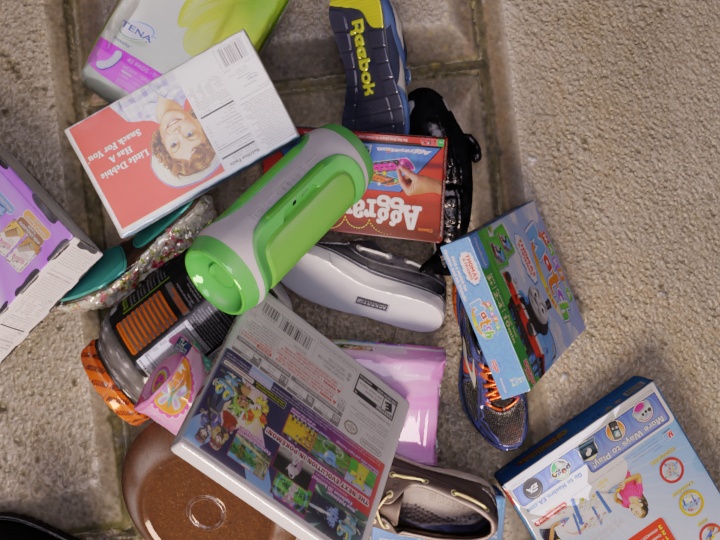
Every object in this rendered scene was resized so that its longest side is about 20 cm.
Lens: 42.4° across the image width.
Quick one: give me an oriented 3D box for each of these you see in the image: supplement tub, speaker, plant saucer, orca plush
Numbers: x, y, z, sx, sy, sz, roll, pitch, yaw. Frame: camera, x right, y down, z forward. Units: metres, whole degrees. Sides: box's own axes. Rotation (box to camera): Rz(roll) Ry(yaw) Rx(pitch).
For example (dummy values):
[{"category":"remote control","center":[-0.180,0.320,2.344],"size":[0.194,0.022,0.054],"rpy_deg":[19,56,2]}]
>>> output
[{"category":"supplement tub","center":[-0.176,0.056,0.939],"size":[0.199,0.123,0.123],"rpy_deg":[-38,92,0]},{"category":"speaker","center":[-0.072,-0.051,0.866],"size":[0.088,0.088,0.200],"rpy_deg":[44,58,-3]},{"category":"plant saucer","center":[-0.154,0.238,0.947],"size":[0.196,0.037,0.205],"rpy_deg":[3,113,6]},{"category":"orca plush","center":[0.077,-0.099,0.967],"size":[0.103,0.071,0.205],"rpy_deg":[6,81,0]}]

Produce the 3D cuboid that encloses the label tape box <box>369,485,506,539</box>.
[{"category":"label tape box","center":[0.072,0.328,0.986],"size":[0.140,0.066,0.205],"rpy_deg":[6,91,-3]}]

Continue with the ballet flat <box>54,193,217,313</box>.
[{"category":"ballet flat","center":[-0.227,-0.006,0.969],"size":[0.198,0.076,0.064],"rpy_deg":[-35,126,2]}]

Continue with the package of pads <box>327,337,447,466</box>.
[{"category":"package of pads","center":[-0.010,0.136,0.971],"size":[0.195,0.076,0.123],"rpy_deg":[4,97,-3]}]

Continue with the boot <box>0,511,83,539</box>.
[{"category":"boot","center":[-0.326,0.307,0.914],"size":[0.207,0.158,0.081],"rpy_deg":[14,89,-4]}]

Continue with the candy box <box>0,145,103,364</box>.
[{"category":"candy box","center":[-0.389,-0.006,0.931],"size":[0.168,0.072,0.200],"rpy_deg":[43,88,16]}]

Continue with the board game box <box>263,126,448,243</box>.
[{"category":"board game box","center":[-0.009,-0.091,0.955],"size":[0.196,0.019,0.105],"rpy_deg":[7,106,19]}]

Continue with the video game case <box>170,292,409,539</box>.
[{"category":"video game case","center":[-0.054,0.139,0.843],"size":[0.199,0.023,0.184],"rpy_deg":[39,46,-17]}]

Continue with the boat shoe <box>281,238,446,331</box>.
[{"category":"boat shoe","center":[0.000,0.000,0.981],"size":[0.196,0.072,0.069],"rpy_deg":[17,51,-5]}]

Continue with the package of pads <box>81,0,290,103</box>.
[{"category":"package of pads","center":[-0.182,-0.243,0.968],"size":[0.153,0.068,0.202],"rpy_deg":[31,88,-4]}]

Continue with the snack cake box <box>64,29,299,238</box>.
[{"category":"snack cake box","center":[-0.170,-0.131,0.906],"size":[0.197,0.067,0.117],"rpy_deg":[-29,97,-2]}]

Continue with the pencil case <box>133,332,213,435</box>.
[{"category":"pencil case","center":[-0.113,0.147,0.865],"size":[0.199,0.087,0.088],"rpy_deg":[41,88,-14]}]

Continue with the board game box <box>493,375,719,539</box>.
[{"category":"board game box","center":[0.278,0.253,1.002],"size":[0.198,0.056,0.198],"rpy_deg":[-32,92,-3]}]

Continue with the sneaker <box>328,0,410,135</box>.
[{"category":"sneaker","center":[0.020,-0.196,0.971],"size":[0.072,0.082,0.205],"rpy_deg":[-1,100,20]}]

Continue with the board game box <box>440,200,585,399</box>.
[{"category":"board game box","center":[0.159,0.021,0.933],"size":[0.036,0.199,0.154],"rpy_deg":[-22,92,30]}]

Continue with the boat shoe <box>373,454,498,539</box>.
[{"category":"boat shoe","center":[0.040,0.227,0.920],"size":[0.196,0.060,0.073],"rpy_deg":[11,102,-1]}]

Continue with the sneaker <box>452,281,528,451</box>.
[{"category":"sneaker","center":[0.138,0.093,0.982],"size":[0.074,0.078,0.204],"rpy_deg":[-13,91,-3]}]
